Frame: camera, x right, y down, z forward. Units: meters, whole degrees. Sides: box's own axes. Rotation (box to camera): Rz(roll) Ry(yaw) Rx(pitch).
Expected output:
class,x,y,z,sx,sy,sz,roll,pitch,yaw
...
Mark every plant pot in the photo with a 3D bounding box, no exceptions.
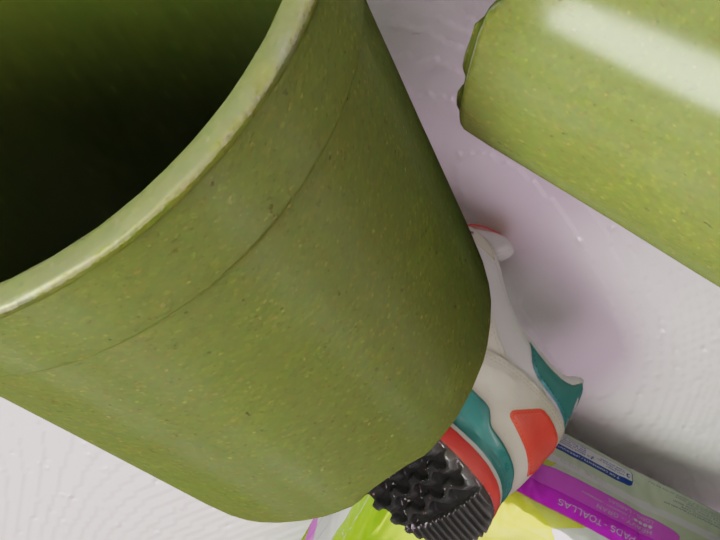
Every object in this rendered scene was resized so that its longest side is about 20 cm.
class,x,y,z,sx,sy,sz,roll,pitch,yaw
plant pot,-0.052,-0.022,0.608,0.199,0.201,0.190,-17,142,22
plant pot,0.136,-0.063,0.615,0.189,0.200,0.200,22,129,6

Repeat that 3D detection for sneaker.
class,x,y,z,sx,sy,sz,roll,pitch,yaw
sneaker,0.000,0.000,0.765,0.200,0.093,0.070,49,144,5

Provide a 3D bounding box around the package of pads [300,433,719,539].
class,x,y,z,sx,sy,sz,roll,pitch,yaw
package of pads,0.040,0.149,0.852,0.154,0.068,0.200,27,122,-3
